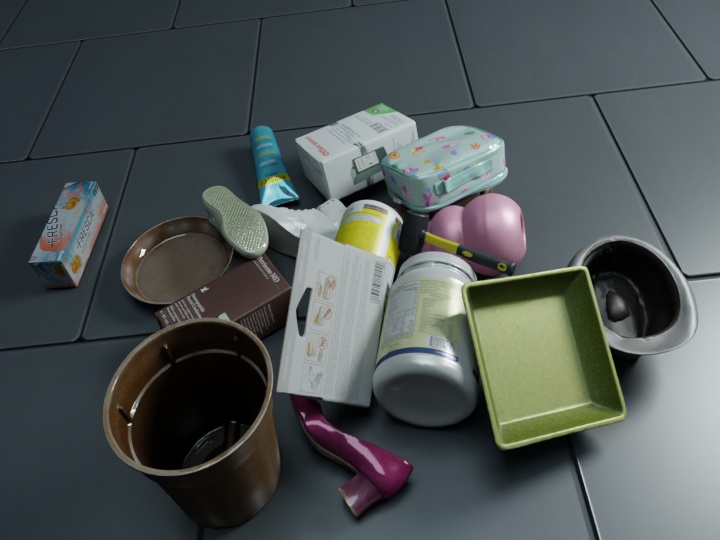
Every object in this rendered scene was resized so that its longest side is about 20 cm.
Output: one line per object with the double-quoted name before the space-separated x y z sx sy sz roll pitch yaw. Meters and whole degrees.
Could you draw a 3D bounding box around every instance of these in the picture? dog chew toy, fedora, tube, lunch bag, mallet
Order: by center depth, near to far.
"fedora" 0.376 0.051 0.943 0.171 0.091 0.204 -13 55 -3
"mallet" 0.135 -0.024 0.970 0.198 0.068 0.041 32 23 33
"dog chew toy" 0.161 -0.050 1.048 0.194 0.126 0.127 -7 45 20
"lunch bag" 0.138 -0.168 1.101 0.196 0.079 0.160 -25 33 -16
"tube" -0.175 -0.196 1.277 0.075 0.051 0.204 -20 54 -1

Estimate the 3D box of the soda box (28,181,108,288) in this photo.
"soda box" -0.521 -0.067 1.185 0.061 0.070 0.204 -3 49 5

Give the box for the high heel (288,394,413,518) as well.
"high heel" -0.018 0.213 0.868 0.095 0.068 0.202 -33 66 -9

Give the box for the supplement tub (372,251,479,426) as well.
"supplement tub" 0.097 0.091 0.908 0.140 0.148 0.204 4 48 11

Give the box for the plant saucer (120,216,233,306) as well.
"plant saucer" -0.311 -0.012 1.133 0.193 0.035 0.205 -3 49 4

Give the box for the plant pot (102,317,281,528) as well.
"plant pot" -0.186 0.202 0.812 0.193 0.202 0.204 -3 47 3

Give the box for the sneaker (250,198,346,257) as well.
"sneaker" -0.094 -0.083 1.149 0.196 0.075 0.116 26 51 19

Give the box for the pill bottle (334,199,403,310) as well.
"pill bottle" 0.000 0.000 1.021 0.106 0.111 0.204 8 56 14

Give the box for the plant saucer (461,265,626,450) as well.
"plant saucer" 0.226 0.110 0.848 0.193 0.048 0.207 -7 76 -19

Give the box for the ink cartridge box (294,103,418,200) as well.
"ink cartridge box" -0.006 -0.224 1.229 0.195 0.086 0.146 -25 35 -14

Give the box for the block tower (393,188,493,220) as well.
"block tower" 0.144 -0.106 1.141 0.196 0.059 0.054 -27 49 -14

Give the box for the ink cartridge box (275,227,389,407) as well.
"ink cartridge box" -0.042 0.066 0.864 0.044 0.174 0.207 -1 76 44

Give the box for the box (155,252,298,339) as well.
"box" -0.204 0.069 1.021 0.197 0.076 0.100 -30 50 -21

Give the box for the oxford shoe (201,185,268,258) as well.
"oxford shoe" -0.209 -0.075 1.114 0.074 0.059 0.200 -25 44 -24
